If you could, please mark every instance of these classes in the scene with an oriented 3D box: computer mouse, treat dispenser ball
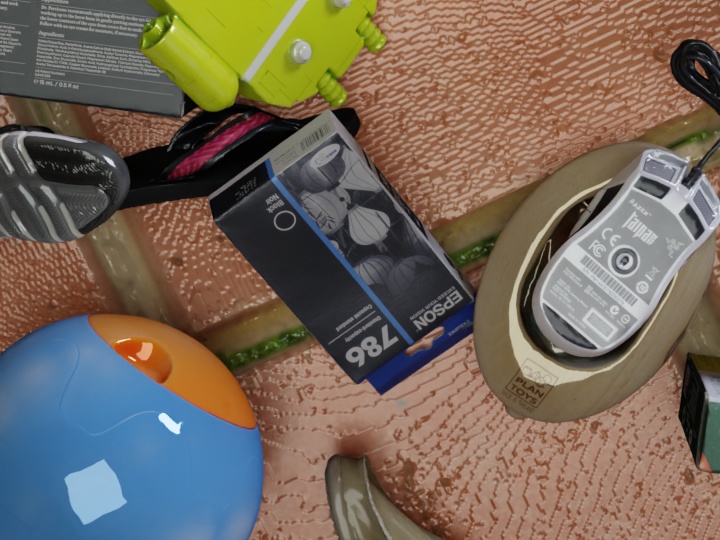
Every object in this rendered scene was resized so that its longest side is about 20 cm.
[{"bbox_3d":[0.178,-0.036,1.256,0.110,0.044,0.200,41,93,-8],"label":"computer mouse"},{"bbox_3d":[-0.161,0.127,1.296,0.200,0.201,0.202,1,99,4],"label":"treat dispenser ball"}]

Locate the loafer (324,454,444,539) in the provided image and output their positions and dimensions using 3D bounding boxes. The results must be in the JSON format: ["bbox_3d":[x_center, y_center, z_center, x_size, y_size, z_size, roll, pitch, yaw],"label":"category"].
[{"bbox_3d":[0.041,0.200,1.363,0.067,0.076,0.200,-28,106,7],"label":"loafer"}]

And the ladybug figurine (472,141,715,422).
[{"bbox_3d":[0.148,0.008,1.321,0.136,0.072,0.200,33,99,-2],"label":"ladybug figurine"}]

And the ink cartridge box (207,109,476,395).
[{"bbox_3d":[0.000,0.000,1.307,0.099,0.039,0.200,-36,121,9],"label":"ink cartridge box"}]

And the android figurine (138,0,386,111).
[{"bbox_3d":[-0.061,-0.184,1.272,0.200,0.041,0.182,45,74,-33],"label":"android figurine"}]

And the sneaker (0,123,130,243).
[{"bbox_3d":[-0.210,-0.067,1.304,0.199,0.116,0.075,-10,114,33],"label":"sneaker"}]

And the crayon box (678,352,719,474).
[{"bbox_3d":[0.309,0.101,1.298,0.199,0.127,0.051,7,100,3],"label":"crayon box"}]

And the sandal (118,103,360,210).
[{"bbox_3d":[-0.099,-0.079,1.320,0.199,0.075,0.045,-11,115,8],"label":"sandal"}]

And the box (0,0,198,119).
[{"bbox_3d":[-0.198,-0.182,1.310,0.199,0.079,0.142,8,102,3],"label":"box"}]
